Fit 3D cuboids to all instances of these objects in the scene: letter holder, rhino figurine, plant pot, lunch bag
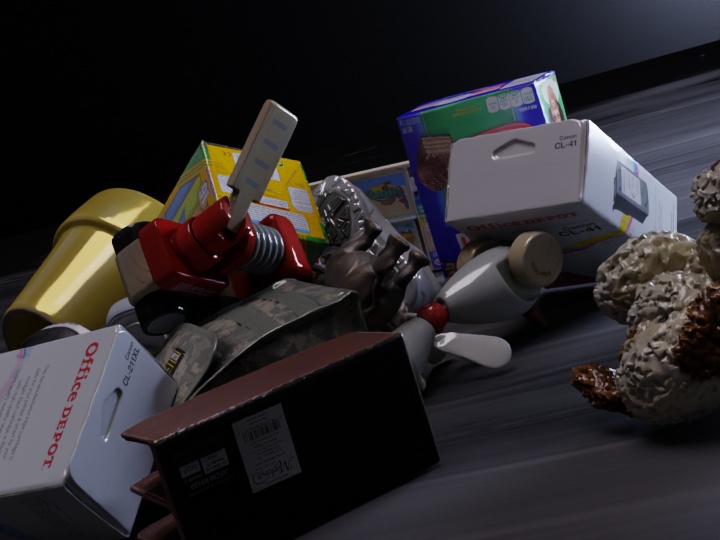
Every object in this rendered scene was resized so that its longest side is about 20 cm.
[{"bbox_3d":[-0.070,0.124,1.012,0.199,0.101,0.142,-22,10,-26],"label":"letter holder"},{"bbox_3d":[0.000,0.000,1.257,0.088,0.060,0.200,-55,16,1],"label":"rhino figurine"},{"bbox_3d":[-0.291,0.039,1.564,0.200,0.201,0.189,-7,29,42],"label":"plant pot"},{"bbox_3d":[-0.099,0.093,1.173,0.199,0.118,0.164,-26,11,-17],"label":"lunch bag"}]

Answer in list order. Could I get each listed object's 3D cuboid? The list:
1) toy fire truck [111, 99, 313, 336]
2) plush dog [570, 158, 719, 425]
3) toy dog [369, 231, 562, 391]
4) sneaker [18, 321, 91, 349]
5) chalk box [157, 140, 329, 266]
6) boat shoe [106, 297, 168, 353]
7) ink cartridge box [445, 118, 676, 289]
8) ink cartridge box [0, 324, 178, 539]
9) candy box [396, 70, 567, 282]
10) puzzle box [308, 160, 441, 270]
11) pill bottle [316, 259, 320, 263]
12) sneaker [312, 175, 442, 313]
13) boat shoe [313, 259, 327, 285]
[{"bbox_3d":[-0.104,-0.038,1.264,0.200,0.129,0.176,-35,-28,25],"label":"toy fire truck"},{"bbox_3d":[0.237,0.040,0.957,0.172,0.160,0.200,-41,-5,-33],"label":"plush dog"},{"bbox_3d":[0.100,0.048,1.229,0.200,0.097,0.132,-34,17,-9],"label":"toy dog"},{"bbox_3d":[-0.293,0.101,1.391,0.199,0.076,0.087,11,15,38],"label":"sneaker"},{"bbox_3d":[-0.142,-0.014,1.458,0.124,0.124,0.200,9,-48,-31],"label":"chalk box"},{"bbox_3d":[-0.153,0.077,1.379,0.201,0.075,0.086,5,53,-6],"label":"boat shoe"},{"bbox_3d":[0.191,-0.057,1.305,0.147,0.086,0.200,-8,-22,35],"label":"ink cartridge box"},{"bbox_3d":[-0.256,0.138,1.079,0.199,0.083,0.146,-13,44,30],"label":"ink cartridge box"},{"bbox_3d":[0.149,-0.094,1.496,0.168,0.201,0.077,-11,13,31],"label":"candy box"},{"bbox_3d":[0.029,-0.056,1.673,0.199,0.134,0.025,-11,11,32],"label":"puzzle box"},{"bbox_3d":[-0.103,-0.023,1.758,0.112,0.113,0.200,-14,12,12],"label":"pill bottle"},{"bbox_3d":[0.017,-0.019,1.482,0.078,0.200,0.099,-47,-33,19],"label":"sneaker"},{"bbox_3d":[-0.038,0.028,1.512,0.074,0.076,0.200,-28,6,19],"label":"boat shoe"}]
